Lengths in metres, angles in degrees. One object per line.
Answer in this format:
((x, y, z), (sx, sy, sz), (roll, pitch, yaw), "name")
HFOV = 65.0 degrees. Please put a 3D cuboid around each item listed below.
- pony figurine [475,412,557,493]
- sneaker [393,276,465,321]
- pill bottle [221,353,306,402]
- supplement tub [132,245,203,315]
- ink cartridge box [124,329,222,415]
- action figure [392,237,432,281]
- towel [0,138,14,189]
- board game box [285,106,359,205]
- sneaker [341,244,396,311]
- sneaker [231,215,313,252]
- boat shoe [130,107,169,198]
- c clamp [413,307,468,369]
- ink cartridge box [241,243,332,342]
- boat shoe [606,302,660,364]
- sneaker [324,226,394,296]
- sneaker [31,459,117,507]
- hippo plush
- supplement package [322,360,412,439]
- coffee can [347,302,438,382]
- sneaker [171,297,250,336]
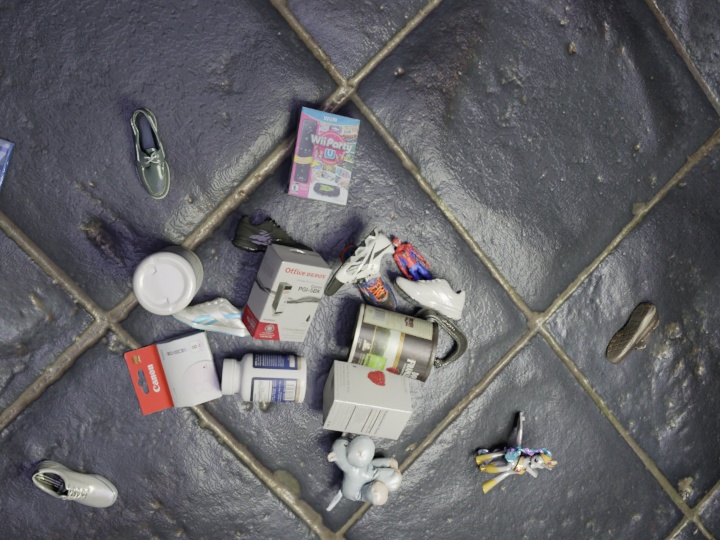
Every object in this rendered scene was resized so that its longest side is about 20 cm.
((0.407, 0.494, 1.491), (0.196, 0.193, 0.170), (-19, 97, 11), "pony figurine")
((0.172, 0.055, 1.409), (0.196, 0.074, 0.089), (24, 81, -13), "sneaker")
((-0.232, 0.258, 1.359), (0.194, 0.111, 0.114), (5, 95, -11), "pill bottle")
((-0.420, 0.017, 1.251), (0.128, 0.200, 0.136), (-1, 96, -11), "supplement tub")
((-0.445, 0.248, 1.349), (0.195, 0.057, 0.167), (-17, 99, -14), "ink cartridge box")
((0.143, -0.002, 1.443), (0.065, 0.052, 0.201), (-38, 100, 0), "action figure")
((-0.872, -0.241, 1.223), (0.195, 0.024, 0.151), (17, 90, -15), "towel")
((-0.091, -0.271, 1.358), (0.144, 0.064, 0.206), (9, 93, -12), "board game box")
((0.023, 0.029, 1.404), (0.075, 0.078, 0.201), (-41, 102, -4), "sneaker")
((-0.205, -0.077, 1.353), (0.195, 0.076, 0.093), (14, 83, -17), "sneaker")
((-0.481, -0.264, 1.279), (0.071, 0.062, 0.206), (-9, 98, -10), "boat shoe")
((0.175, 0.183, 1.472), (0.198, 0.027, 0.172), (36, 101, -10), "c clamp")
((-0.171, 0.056, 1.313), (0.144, 0.083, 0.204), (8, 113, -39), "ink cartridge box")
((0.769, 0.187, 1.574), (0.073, 0.074, 0.201), (39, 89, -12), "boat shoe")
((0.000, 0.000, 1.322), (0.088, 0.074, 0.200), (44, 92, -4), "sneaker")
((-0.670, 0.510, 1.317), (0.196, 0.071, 0.074), (25, 91, -13), "sneaker")
((-0.002, 0.478, 1.416), (0.197, 0.159, 0.164), (-18, 100, 33), "hippo plush")
((0.014, 0.318, 1.390), (0.195, 0.123, 0.121), (11, 130, -13), "supplement package")
((0.078, 0.175, 1.380), (0.195, 0.146, 0.150), (14, 93, -1), "coffee can")
((-0.353, 0.102, 1.343), (0.195, 0.076, 0.083), (12, 86, -19), "sneaker")
